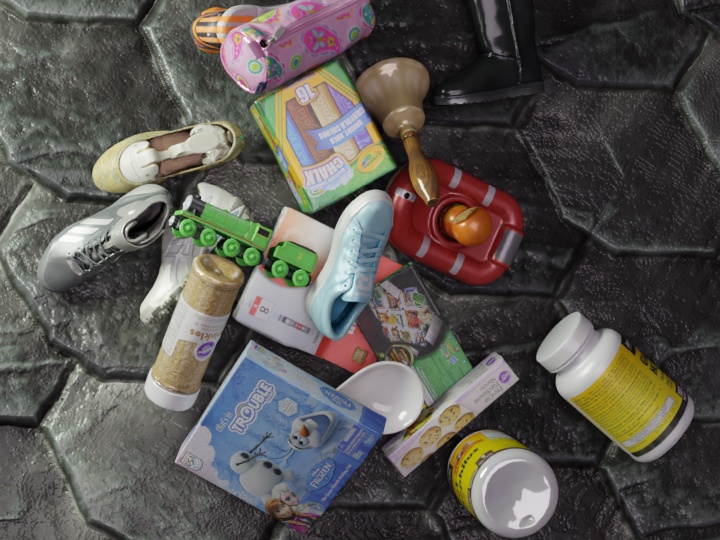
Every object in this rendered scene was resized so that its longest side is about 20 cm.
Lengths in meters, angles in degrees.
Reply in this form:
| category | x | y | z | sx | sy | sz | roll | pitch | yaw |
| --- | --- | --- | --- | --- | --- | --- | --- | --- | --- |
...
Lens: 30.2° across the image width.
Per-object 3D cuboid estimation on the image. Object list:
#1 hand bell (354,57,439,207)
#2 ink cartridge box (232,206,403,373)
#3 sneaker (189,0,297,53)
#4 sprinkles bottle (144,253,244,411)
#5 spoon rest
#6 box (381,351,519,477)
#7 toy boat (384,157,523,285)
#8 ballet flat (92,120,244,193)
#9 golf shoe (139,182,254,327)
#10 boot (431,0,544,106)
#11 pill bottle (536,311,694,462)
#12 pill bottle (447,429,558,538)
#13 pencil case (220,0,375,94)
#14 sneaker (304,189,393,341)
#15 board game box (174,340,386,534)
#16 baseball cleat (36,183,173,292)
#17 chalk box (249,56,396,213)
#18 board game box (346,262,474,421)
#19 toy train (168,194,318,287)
| category | x | y | z | sx | sy | sz | roll | pitch | yaw |
| --- | --- | --- | --- | --- | --- | --- | --- | --- | --- |
| hand bell | 0.062 | -0.159 | 1.655 | 0.104 | 0.104 | 0.201 | -11 | 53 | -8 |
| ink cartridge box | -0.044 | 0.032 | 1.729 | 0.199 | 0.050 | 0.163 | 26 | 89 | -5 |
| sneaker | -0.128 | -0.309 | 1.690 | 0.199 | 0.112 | 0.078 | -2 | 100 | -42 |
| sprinkles bottle | -0.208 | 0.078 | 1.657 | 0.068 | 0.068 | 0.201 | 20 | 116 | -8 |
| spoon rest | -0.017 | 0.170 | 1.714 | 0.199 | 0.061 | 0.100 | -7 | 107 | 3 |
| box | 0.116 | 0.187 | 1.741 | 0.200 | 0.039 | 0.041 | -39 | 108 | -3 |
| toy boat | 0.126 | -0.062 | 1.697 | 0.199 | 0.131 | 0.131 | 25 | 89 | -18 |
| ballet flat | -0.243 | -0.147 | 1.684 | 0.199 | 0.071 | 0.071 | -15 | 94 | -7 |
| golf shoe | -0.227 | -0.022 | 1.699 | 0.097 | 0.078 | 0.200 | 38 | 81 | 9 |
| boot | 0.153 | -0.320 | 1.727 | 0.164 | 0.066 | 0.201 | -12 | 99 | -25 |
| pill bottle | 0.332 | 0.150 | 1.756 | 0.200 | 0.112 | 0.113 | 41 | 86 | -8 |
| pill bottle | 0.174 | 0.265 | 1.693 | 0.109 | 0.200 | 0.110 | 0 | 92 | -8 |
| pencil case | -0.074 | -0.284 | 1.609 | 0.200 | 0.087 | 0.088 | -32 | 97 | -34 |
| sneaker | 0.000 | 0.000 | 1.650 | 0.074 | 0.082 | 0.201 | 5 | 121 | -32 |
| board game box | -0.103 | 0.215 | 1.683 | 0.199 | 0.043 | 0.200 | 31 | 119 | -7 |
| baseball cleat | -0.319 | -0.037 | 1.651 | 0.200 | 0.106 | 0.070 | -40 | 111 | 1 |
| chalk box | -0.040 | -0.147 | 1.684 | 0.124 | 0.125 | 0.201 | -27 | 95 | -7 |
| board game box | 0.072 | 0.099 | 1.747 | 0.105 | 0.023 | 0.201 | -32 | 105 | -7 |
| toy train | -0.142 | -0.036 | 1.651 | 0.199 | 0.042 | 0.057 | 25 | 79 | -23 |
